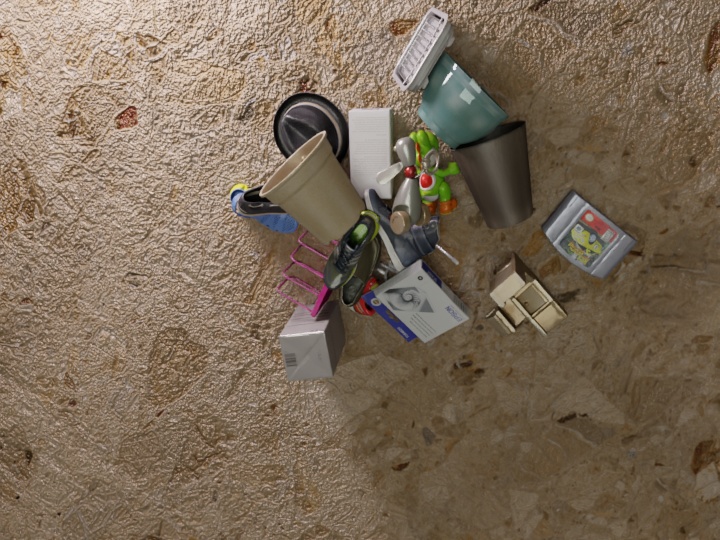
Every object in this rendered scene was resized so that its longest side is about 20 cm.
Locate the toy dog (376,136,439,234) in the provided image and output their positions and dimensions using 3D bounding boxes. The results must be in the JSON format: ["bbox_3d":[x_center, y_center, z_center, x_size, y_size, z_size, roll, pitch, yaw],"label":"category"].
[{"bbox_3d":[0.091,-0.178,1.392,0.095,0.130,0.206,8,88,46],"label":"toy dog"}]

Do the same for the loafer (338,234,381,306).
[{"bbox_3d":[0.000,0.000,1.516,0.073,0.070,0.205,17,105,-1],"label":"loafer"}]

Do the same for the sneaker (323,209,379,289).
[{"bbox_3d":[-0.029,-0.044,1.437,0.073,0.081,0.203,31,105,6],"label":"sneaker"}]

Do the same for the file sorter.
[{"bbox_3d":[-0.108,-0.020,1.580,0.123,0.139,0.203,28,110,3],"label":"file sorter"}]

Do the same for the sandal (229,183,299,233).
[{"bbox_3d":[-0.245,-0.145,1.590,0.195,0.087,0.081,21,108,1],"label":"sandal"}]

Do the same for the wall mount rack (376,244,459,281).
[{"bbox_3d":[0.140,-0.018,1.570,0.171,0.075,0.203,27,111,-1],"label":"wall mount rack"}]

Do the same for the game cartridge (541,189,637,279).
[{"bbox_3d":[0.533,-0.077,1.507,0.198,0.041,0.134,36,114,-3],"label":"game cartridge"}]

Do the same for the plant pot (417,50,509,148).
[{"bbox_3d":[0.207,-0.354,1.386,0.200,0.201,0.134,43,110,-6],"label":"plant pot"}]

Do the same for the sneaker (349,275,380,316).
[{"bbox_3d":[0.018,0.019,1.592,0.084,0.076,0.205,20,124,37],"label":"sneaker"}]

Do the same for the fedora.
[{"bbox_3d":[-0.124,-0.319,1.509,0.195,0.092,0.206,3,108,8],"label":"fedora"}]

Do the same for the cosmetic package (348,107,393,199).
[{"bbox_3d":[0.028,-0.276,1.509,0.098,0.071,0.206,2,108,9],"label":"cosmetic package"}]

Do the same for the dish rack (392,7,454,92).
[{"bbox_3d":[0.138,-0.468,1.371,0.043,0.201,0.174,25,112,-19],"label":"dish rack"}]

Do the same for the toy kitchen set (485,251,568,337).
[{"bbox_3d":[0.369,0.103,1.513,0.163,0.181,0.200,-43,93,20],"label":"toy kitchen set"}]

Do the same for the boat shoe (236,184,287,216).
[{"bbox_3d":[-0.200,-0.177,1.539,0.195,0.063,0.074,-14,75,-19],"label":"boat shoe"}]

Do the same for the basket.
[{"bbox_3d":[0.313,-0.210,1.453,0.176,0.136,0.204,-18,108,7],"label":"basket"}]

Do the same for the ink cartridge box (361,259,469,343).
[{"bbox_3d":[0.130,0.090,1.544,0.198,0.041,0.199,-32,119,30],"label":"ink cartridge box"}]

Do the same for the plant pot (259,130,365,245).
[{"bbox_3d":[-0.092,-0.169,1.415,0.199,0.202,0.184,-37,110,18],"label":"plant pot"}]

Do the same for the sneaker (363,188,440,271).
[{"bbox_3d":[0.104,-0.120,1.473,0.144,0.077,0.206,-26,101,19],"label":"sneaker"}]

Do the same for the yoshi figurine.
[{"bbox_3d":[0.167,-0.238,1.492,0.110,0.112,0.204,-24,116,-8],"label":"yoshi figurine"}]

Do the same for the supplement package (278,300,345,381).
[{"bbox_3d":[-0.117,0.174,1.607,0.116,0.200,0.125,-7,107,11],"label":"supplement package"}]
